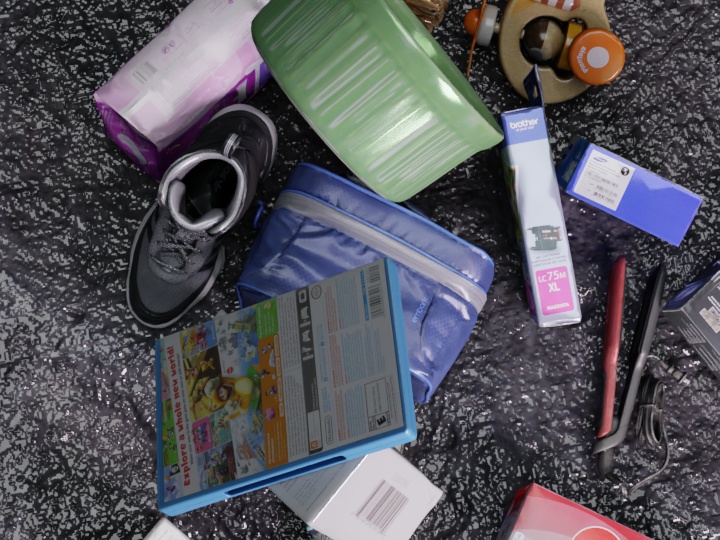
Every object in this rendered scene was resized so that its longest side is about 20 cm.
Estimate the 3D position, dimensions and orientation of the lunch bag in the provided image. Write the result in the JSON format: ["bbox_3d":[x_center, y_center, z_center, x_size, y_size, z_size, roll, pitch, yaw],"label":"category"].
[{"bbox_3d":[0.000,0.000,1.234,0.200,0.136,0.132,28,77,3],"label":"lunch bag"}]

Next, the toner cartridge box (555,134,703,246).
[{"bbox_3d":[0.206,-0.066,1.230,0.095,0.200,0.043,27,98,0],"label":"toner cartridge box"}]

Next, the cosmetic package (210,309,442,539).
[{"bbox_3d":[-0.047,0.124,1.167,0.081,0.113,0.200,-51,48,-5],"label":"cosmetic package"}]

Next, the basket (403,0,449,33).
[{"bbox_3d":[0.001,-0.309,1.293,0.200,0.143,0.149,22,78,0],"label":"basket"}]

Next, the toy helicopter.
[{"bbox_3d":[0.139,-0.237,1.303,0.132,0.079,0.200,-12,101,8],"label":"toy helicopter"}]

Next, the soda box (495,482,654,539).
[{"bbox_3d":[0.208,0.240,1.235,0.200,0.070,0.063,25,77,1],"label":"soda box"}]

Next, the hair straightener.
[{"bbox_3d":[0.235,0.089,1.280,0.077,0.041,0.200,9,72,-3],"label":"hair straightener"}]

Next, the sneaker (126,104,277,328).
[{"bbox_3d":[-0.136,-0.034,1.211,0.075,0.114,0.200,30,106,-1],"label":"sneaker"}]

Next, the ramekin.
[{"bbox_3d":[0.008,-0.147,1.169,0.098,0.200,0.200,-39,83,10],"label":"ramekin"}]

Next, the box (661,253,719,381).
[{"bbox_3d":[0.372,0.055,1.282,0.160,0.044,0.200,-42,95,-11],"label":"box"}]

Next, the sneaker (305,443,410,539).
[{"bbox_3d":[-0.016,0.192,1.235,0.086,0.078,0.200,10,71,10],"label":"sneaker"}]

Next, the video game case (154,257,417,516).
[{"bbox_3d":[-0.059,0.083,1.116,0.200,0.018,0.143,-20,55,20],"label":"video game case"}]

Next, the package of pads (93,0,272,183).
[{"bbox_3d":[-0.120,-0.170,1.266,0.076,0.121,0.200,43,78,7],"label":"package of pads"}]

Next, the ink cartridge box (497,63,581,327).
[{"bbox_3d":[0.138,-0.058,1.246,0.042,0.119,0.200,-8,91,3],"label":"ink cartridge box"}]

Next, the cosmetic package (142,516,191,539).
[{"bbox_3d":[-0.101,0.285,1.182,0.200,0.108,0.085,40,77,2],"label":"cosmetic package"}]
